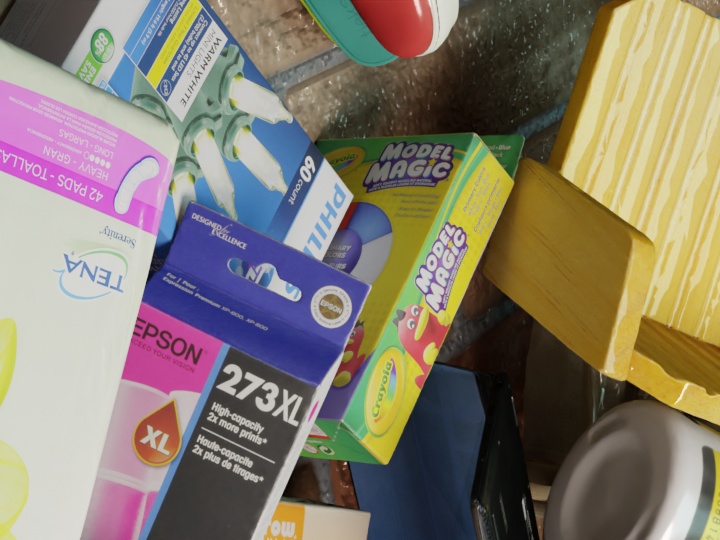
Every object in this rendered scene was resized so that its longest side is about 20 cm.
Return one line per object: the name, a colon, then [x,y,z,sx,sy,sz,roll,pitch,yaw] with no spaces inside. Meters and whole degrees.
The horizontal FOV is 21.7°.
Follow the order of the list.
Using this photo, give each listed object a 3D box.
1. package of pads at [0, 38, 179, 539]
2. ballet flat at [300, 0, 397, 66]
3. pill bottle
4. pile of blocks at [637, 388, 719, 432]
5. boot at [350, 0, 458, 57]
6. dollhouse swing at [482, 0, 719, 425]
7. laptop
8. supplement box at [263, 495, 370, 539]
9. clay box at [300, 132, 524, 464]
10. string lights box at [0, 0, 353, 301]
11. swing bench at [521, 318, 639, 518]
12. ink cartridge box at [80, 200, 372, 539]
package of pads: [-0.155,0.013,0.705,0.154,0.068,0.201,25,75,-49]
ballet flat: [-0.031,-0.189,0.960,0.200,0.066,0.067,50,35,-39]
pill bottle: [0.203,0.155,0.988,0.199,0.111,0.112,27,71,-24]
pile of blocks: [0.206,0.086,1.089,0.200,0.062,0.082,-57,139,-38]
boot: [-0.048,-0.159,0.843,0.144,0.072,0.201,-42,111,-30]
dollhouse swing: [0.198,-0.026,0.982,0.199,0.182,0.177,22,101,-31]
laptop: [0.035,0.154,0.972,0.200,0.115,0.188,-69,149,-64]
supplement box: [-0.071,0.210,0.938,0.126,0.073,0.201,15,82,-53]
clay box: [0.000,0.000,0.971,0.048,0.114,0.201,45,58,-38]
string lights box: [-0.090,-0.058,0.893,0.200,0.059,0.103,51,55,-42]
swing bench: [0.139,0.046,1.148,0.199,0.129,0.200,0,94,-53]
ink cartridge box: [-0.078,0.079,0.848,0.037,0.094,0.201,-16,130,-81]
